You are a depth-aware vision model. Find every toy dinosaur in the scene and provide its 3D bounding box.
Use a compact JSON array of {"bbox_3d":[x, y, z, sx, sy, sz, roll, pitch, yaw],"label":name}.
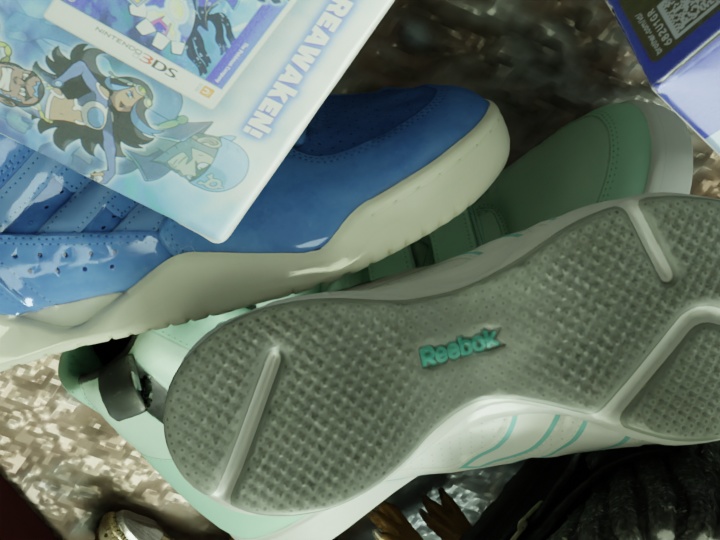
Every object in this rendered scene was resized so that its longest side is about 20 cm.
[{"bbox_3d":[0.001,0.131,0.960,0.200,0.060,0.106,39,112,-5],"label":"toy dinosaur"}]

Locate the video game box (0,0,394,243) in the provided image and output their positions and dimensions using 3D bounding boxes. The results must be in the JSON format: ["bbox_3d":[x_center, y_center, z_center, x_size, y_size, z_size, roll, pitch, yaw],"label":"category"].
[{"bbox_3d":[-0.064,-0.119,0.637,0.182,0.047,0.200,28,129,-12],"label":"video game box"}]

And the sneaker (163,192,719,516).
[{"bbox_3d":[0.039,0.021,0.775,0.200,0.080,0.070,-9,89,-10],"label":"sneaker"}]

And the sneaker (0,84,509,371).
[{"bbox_3d":[-0.065,-0.044,0.768,0.200,0.077,0.111,-16,106,7],"label":"sneaker"}]

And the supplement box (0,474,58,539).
[{"bbox_3d":[-0.160,0.158,0.861,0.133,0.197,0.200,-27,130,10],"label":"supplement box"}]

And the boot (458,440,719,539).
[{"bbox_3d":[0.059,0.124,0.834,0.079,0.158,0.211,24,114,-2],"label":"boot"}]

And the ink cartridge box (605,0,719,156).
[{"bbox_3d":[0.127,-0.073,0.772,0.076,0.136,0.200,-40,127,17],"label":"ink cartridge box"}]

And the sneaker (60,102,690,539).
[{"bbox_3d":[0.000,0.000,0.839,0.200,0.074,0.118,-40,123,18],"label":"sneaker"}]
